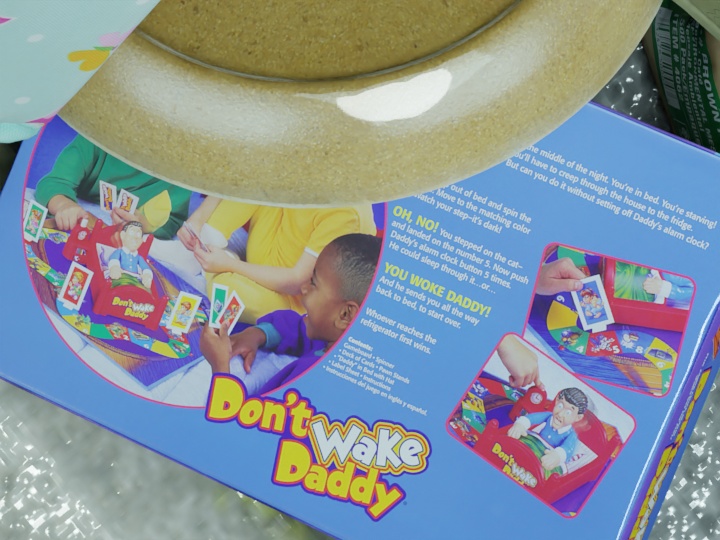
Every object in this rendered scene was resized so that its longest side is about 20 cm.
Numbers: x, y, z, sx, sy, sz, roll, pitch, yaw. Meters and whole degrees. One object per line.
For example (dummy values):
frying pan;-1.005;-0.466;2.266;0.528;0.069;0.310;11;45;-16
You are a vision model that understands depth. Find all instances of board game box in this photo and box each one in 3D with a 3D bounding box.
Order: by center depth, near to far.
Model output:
board game box;0.000;0.000;0.755;0.199;0.045;0.135;24;93;16

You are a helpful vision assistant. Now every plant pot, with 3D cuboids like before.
plant pot;-0.011;-0.113;0.738;0.199;0.028;0.201;-2;67;4

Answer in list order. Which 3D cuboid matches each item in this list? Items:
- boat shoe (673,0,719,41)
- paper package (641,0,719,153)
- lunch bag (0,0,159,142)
boat shoe;0.105;-0.096;0.692;0.199;0.075;0.069;26;75;-23
paper package;0.199;-0.030;0.811;0.190;0.103;0.201;-22;102;-8
lunch bag;-0.103;-0.149;0.621;0.121;0.170;0.201;-3;67;-34
